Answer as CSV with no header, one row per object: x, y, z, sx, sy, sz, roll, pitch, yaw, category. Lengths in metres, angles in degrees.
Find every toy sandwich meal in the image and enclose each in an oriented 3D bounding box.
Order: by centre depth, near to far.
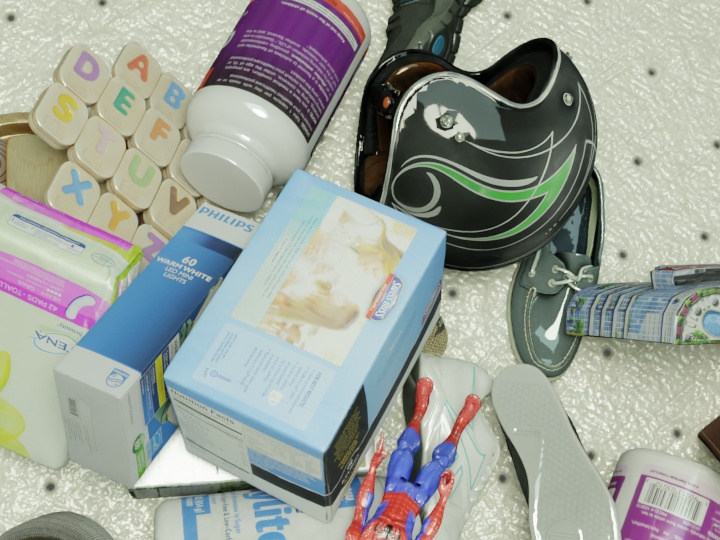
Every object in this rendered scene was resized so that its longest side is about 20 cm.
-0.278,-0.052,1.021,0.203,0.070,0.207,2,75,-7,toy sandwich meal

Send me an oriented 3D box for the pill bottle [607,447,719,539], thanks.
0.231,0.256,0.986,0.112,0.112,0.201,25,74,-1,pill bottle

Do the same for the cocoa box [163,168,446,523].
-0.035,0.054,0.906,0.133,0.132,0.201,23,61,14,cocoa box

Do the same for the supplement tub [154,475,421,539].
-0.056,0.233,0.944,0.198,0.132,0.133,-6,76,-9,supplement tub

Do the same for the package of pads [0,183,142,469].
-0.262,0.044,0.945,0.154,0.201,0.068,24,29,0,package of pads

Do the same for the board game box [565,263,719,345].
0.302,0.025,0.986,0.198,0.200,0.062,-1,90,-24,board game box

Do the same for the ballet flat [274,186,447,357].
0.000,0.000,1.042,0.068,0.075,0.200,-43,84,-17,ballet flat

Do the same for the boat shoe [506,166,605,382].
0.176,-0.003,1.074,0.072,0.062,0.202,14,73,-3,boat shoe

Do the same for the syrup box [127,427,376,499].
-0.090,0.136,0.992,0.198,0.079,0.082,-4,75,-9,syrup box

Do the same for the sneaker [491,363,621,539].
0.167,0.179,0.995,0.070,0.099,0.201,-23,66,9,sneaker

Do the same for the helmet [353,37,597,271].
0.101,-0.099,1.022,0.189,0.200,0.202,6,74,-12,helmet

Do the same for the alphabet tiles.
-0.178,-0.091,1.009,0.200,0.015,0.197,42,45,-26,alphabet tiles

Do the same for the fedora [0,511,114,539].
-0.216,0.274,0.903,0.199,0.090,0.178,-9,64,34,fedora

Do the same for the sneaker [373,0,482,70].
0.056,-0.235,1.127,0.081,0.073,0.201,24,70,22,sneaker

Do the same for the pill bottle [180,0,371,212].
-0.075,-0.152,1.038,0.112,0.113,0.201,26,62,0,pill bottle

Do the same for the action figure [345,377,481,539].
0.035,0.159,0.903,0.065,0.052,0.201,22,44,6,action figure

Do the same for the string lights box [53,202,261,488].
-0.145,0.051,0.922,0.059,0.103,0.200,20,47,17,string lights box

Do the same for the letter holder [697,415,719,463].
0.365,0.135,0.972,0.142,0.200,0.101,-42,83,7,letter holder

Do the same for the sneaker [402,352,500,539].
0.078,0.168,1.012,0.080,0.070,0.202,6,75,-13,sneaker
